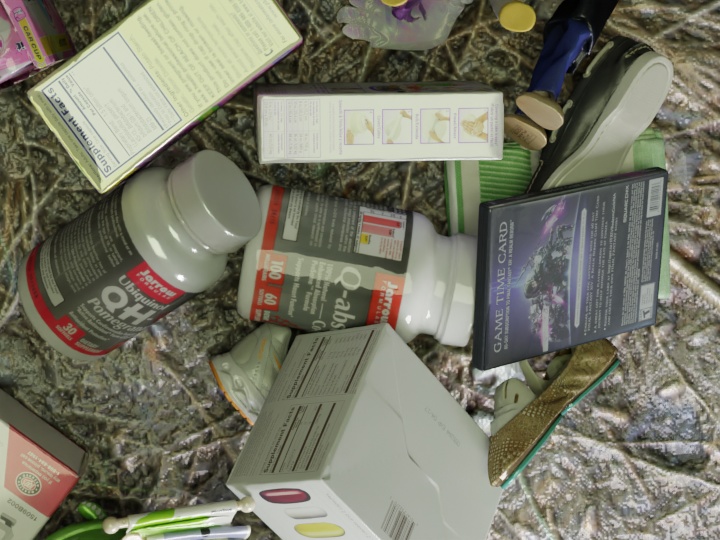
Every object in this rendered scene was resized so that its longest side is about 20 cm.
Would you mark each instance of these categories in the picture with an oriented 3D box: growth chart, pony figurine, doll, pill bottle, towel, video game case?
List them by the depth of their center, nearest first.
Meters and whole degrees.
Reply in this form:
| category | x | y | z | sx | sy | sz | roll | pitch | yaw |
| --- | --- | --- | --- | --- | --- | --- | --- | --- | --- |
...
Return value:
| category | x | y | z | sx | sy | sz | roll | pitch | yaw |
| --- | --- | --- | --- | --- | --- | --- | --- | --- | --- |
| growth chart | -0.137 | 0.263 | 1.352 | 0.143 | 0.018 | 0.202 | -10 | 125 | -20 |
| pony figurine | 0.074 | -0.248 | 1.359 | 0.191 | 0.200 | 0.168 | 12 | 106 | 9 |
| pill bottle | -0.179 | -0.016 | 1.366 | 0.199 | 0.111 | 0.111 | -32 | 102 | 28 |
| doll | 0.177 | -0.196 | 1.393 | 0.048 | 0.137 | 0.201 | 30 | 64 | -3 |
| video game case | 0.179 | -0.003 | 1.408 | 0.198 | 0.019 | 0.144 | -12 | 114 | -32 |
| pill bottle | 0.000 | 0.000 | 1.411 | 0.198 | 0.116 | 0.117 | 10 | 99 | -2 |
| towel | 0.175 | -0.043 | 1.473 | 0.198 | 0.023 | 0.154 | -5 | 101 | -5 |

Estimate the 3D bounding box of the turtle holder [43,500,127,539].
| category | x | y | z | sx | sy | sz | roll | pitch | yaw |
| --- | --- | --- | --- | --- | --- | --- | --- | --- | --- |
| turtle holder | -0.211 | 0.306 | 1.439 | 0.140 | 0.132 | 0.187 | -29 | 128 | -7 |

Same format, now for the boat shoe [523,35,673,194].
| category | x | y | z | sx | sy | sz | roll | pitch | yaw |
| --- | --- | --- | --- | --- | --- | --- | --- | --- | --- |
| boat shoe | 0.188 | -0.108 | 1.419 | 0.074 | 0.060 | 0.201 | 20 | 104 | -46 |

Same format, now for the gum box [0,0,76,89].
| category | x | y | z | sx | sy | sz | roll | pitch | yaw |
| --- | --- | --- | --- | --- | --- | --- | --- | --- | --- |
| gum box | -0.286 | -0.206 | 1.312 | 0.066 | 0.200 | 0.114 | -25 | 100 | 0 |

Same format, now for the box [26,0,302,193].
| category | x | y | z | sx | sy | sz | roll | pitch | yaw |
| --- | --- | --- | --- | --- | --- | --- | --- | --- | --- |
| box | -0.150 | -0.164 | 1.341 | 0.199 | 0.176 | 0.097 | -36 | 96 | 2 |

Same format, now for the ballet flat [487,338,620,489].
| category | x | y | z | sx | sy | sz | roll | pitch | yaw |
| --- | --- | --- | --- | --- | --- | --- | --- | --- | --- |
| ballet flat | 0.152 | 0.110 | 1.438 | 0.065 | 0.200 | 0.071 | 46 | 137 | 3 |

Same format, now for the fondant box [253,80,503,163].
| category | x | y | z | sx | sy | sz | roll | pitch | yaw |
| --- | --- | --- | --- | --- | --- | --- | --- | --- | --- |
| fondant box | 0.011 | -0.125 | 1.381 | 0.198 | 0.144 | 0.059 | -2 | 100 | -4 |

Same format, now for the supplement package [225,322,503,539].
| category | x | y | z | sx | sy | sz | roll | pitch | yaw |
| --- | --- | --- | --- | --- | --- | --- | --- | --- | --- |
| supplement package | 0.012 | 0.171 | 1.387 | 0.200 | 0.110 | 0.157 | 48 | 51 | -31 |

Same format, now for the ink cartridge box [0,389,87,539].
| category | x | y | z | sx | sy | sz | roll | pitch | yaw |
| --- | --- | --- | --- | --- | --- | --- | --- | --- | --- |
| ink cartridge box | -0.354 | 0.205 | 1.441 | 0.146 | 0.083 | 0.201 | 37 | 95 | -10 |

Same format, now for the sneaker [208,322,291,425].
| category | x | y | z | sx | sy | sz | roll | pitch | yaw |
| --- | --- | --- | --- | --- | --- | --- | --- | --- | --- |
| sneaker | -0.039 | 0.130 | 1.461 | 0.092 | 0.076 | 0.200 | -41 | 102 | -1 |
